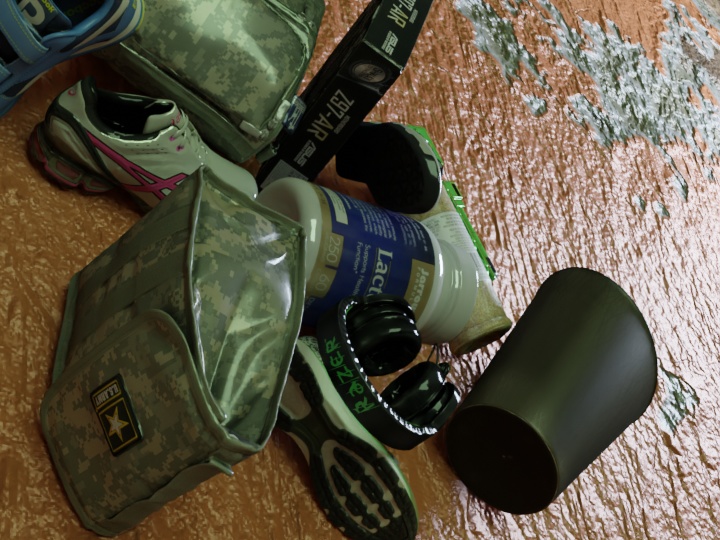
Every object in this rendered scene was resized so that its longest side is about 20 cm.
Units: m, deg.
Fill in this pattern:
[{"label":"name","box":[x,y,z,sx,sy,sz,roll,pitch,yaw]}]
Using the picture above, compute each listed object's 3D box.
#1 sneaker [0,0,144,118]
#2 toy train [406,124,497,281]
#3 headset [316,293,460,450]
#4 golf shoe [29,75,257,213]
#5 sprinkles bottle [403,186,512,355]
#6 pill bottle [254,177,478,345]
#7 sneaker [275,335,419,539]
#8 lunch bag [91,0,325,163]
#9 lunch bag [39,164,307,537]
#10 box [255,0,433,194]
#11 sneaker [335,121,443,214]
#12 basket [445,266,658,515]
[{"label":"sneaker","box":[-0.251,-0.172,0.799,0.199,0.082,0.074,-37,92,-11]},{"label":"toy train","box":[0.088,-0.066,1.149,0.056,0.042,0.202,-2,62,-57]},{"label":"headset","box":[0.021,0.088,0.879,0.124,0.094,0.199,61,22,17]},{"label":"golf shoe","box":[-0.158,-0.091,0.883,0.199,0.092,0.073,17,47,-37]},{"label":"sprinkles bottle","box":[0.078,-0.019,1.078,0.068,0.068,0.202,-6,66,-46]},{"label":"pill bottle","box":[0.000,0.000,0.948,0.198,0.116,0.117,16,51,-36]},{"label":"sneaker","box":[-0.008,0.128,0.885,0.201,0.077,0.088,57,27,1]},{"label":"lunch bag","box":[-0.138,-0.201,0.949,0.199,0.139,0.169,35,43,-21]},{"label":"lunch bag","box":[-0.128,0.062,0.735,0.117,0.163,0.202,30,43,-32]},{"label":"box","box":[-0.015,-0.168,0.994,0.043,0.200,0.161,34,41,-12]},{"label":"sneaker","box":[0.044,-0.099,0.980,0.082,0.073,0.200,5,17,-22]},{"label":"basket","box":[0.175,0.123,1.015,0.200,0.135,0.182,-38,123,-45]}]
